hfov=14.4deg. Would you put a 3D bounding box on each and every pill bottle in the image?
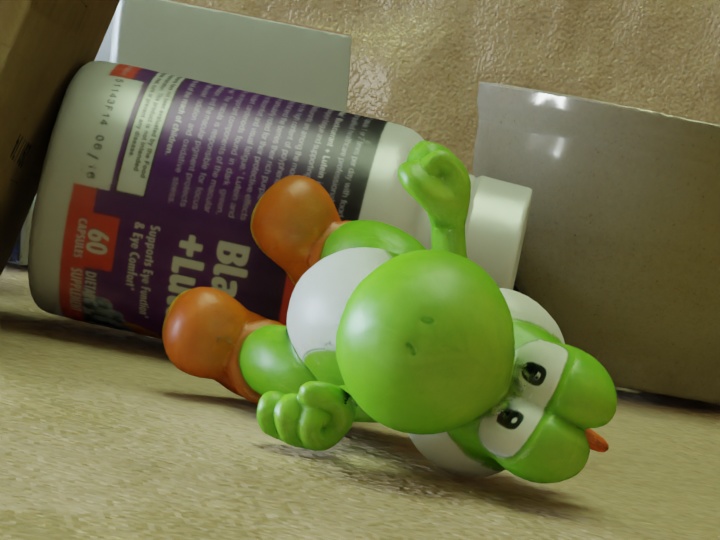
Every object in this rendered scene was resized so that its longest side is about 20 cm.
[{"bbox_3d":[-0.032,-0.016,1.212,0.199,0.112,0.111,12,4,4],"label":"pill bottle"}]

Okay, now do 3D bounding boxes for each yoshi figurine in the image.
[{"bbox_3d":[0.005,0.017,1.002,0.111,0.113,0.200,-11,18,-33],"label":"yoshi figurine"}]

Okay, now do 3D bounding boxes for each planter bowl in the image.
[{"bbox_3d":[0.143,-0.009,1.426,0.199,0.136,0.200,12,2,0],"label":"planter bowl"}]

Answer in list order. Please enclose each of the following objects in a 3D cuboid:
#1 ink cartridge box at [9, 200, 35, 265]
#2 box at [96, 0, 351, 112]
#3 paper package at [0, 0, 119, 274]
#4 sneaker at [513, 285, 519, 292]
[{"bbox_3d":[-0.248,-0.040,1.499,0.198,0.041,0.200,11,5,14],"label":"ink cartridge box"},{"bbox_3d":[-0.117,-0.084,1.684,0.152,0.107,0.200,9,-11,-27],"label":"box"},{"bbox_3d":[-0.174,-0.092,1.154,0.103,0.192,0.200,24,2,4],"label":"paper package"},{"bbox_3d":[0.000,0.000,1.338,0.199,0.079,0.089,7,3,-44],"label":"sneaker"}]
